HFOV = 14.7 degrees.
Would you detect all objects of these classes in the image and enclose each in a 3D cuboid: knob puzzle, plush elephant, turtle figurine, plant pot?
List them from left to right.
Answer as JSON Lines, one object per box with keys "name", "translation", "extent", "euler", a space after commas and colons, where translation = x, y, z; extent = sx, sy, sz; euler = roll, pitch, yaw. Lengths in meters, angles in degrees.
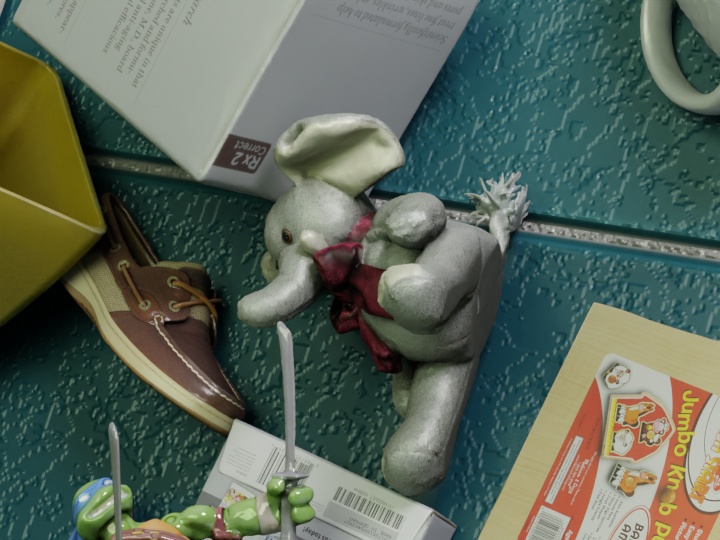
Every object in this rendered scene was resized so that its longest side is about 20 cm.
{"name": "plant pot", "translation": [-0.307, -0.049, 1.795], "extent": [0.177, 0.199, 0.200], "euler": [-52, 34, 21]}
{"name": "turtle figurine", "translation": [-0.079, 0.169, 1.563], "extent": [0.200, 0.144, 0.194], "euler": [-45, 78, 20]}
{"name": "plush elephant", "translation": [0.000, 0.000, 1.655], "extent": [0.154, 0.165, 0.201], "euler": [12, 47, 15]}
{"name": "knob puzzle", "translation": [0.182, 0.131, 1.582], "extent": [0.218, 0.030, 0.221], "euler": [-10, 65, 24]}

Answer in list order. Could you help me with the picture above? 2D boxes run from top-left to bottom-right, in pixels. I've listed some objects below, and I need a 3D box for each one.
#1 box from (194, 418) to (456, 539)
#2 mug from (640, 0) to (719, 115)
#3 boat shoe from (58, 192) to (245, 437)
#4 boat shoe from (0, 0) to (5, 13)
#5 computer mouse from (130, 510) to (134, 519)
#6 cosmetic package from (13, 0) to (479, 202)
{"name": "box", "translation": [-0.053, 0.209, 1.666], "extent": [0.155, 0.041, 0.201], "euler": [21, 80, 32]}
{"name": "mug", "translation": [0.227, -0.183, 1.630], "extent": [0.201, 0.147, 0.176], "euler": [-61, 43, 30]}
{"name": "boat shoe", "translation": [-0.125, 0.023, 1.762], "extent": [0.072, 0.072, 0.200], "euler": [-47, 51, 5]}
{"name": "boat shoe", "translation": [-0.282, -0.245, 1.953], "extent": [0.071, 0.059, 0.201], "euler": [-4, 69, 25]}
{"name": "computer mouse", "translation": [-0.202, 0.232, 1.715], "extent": [0.200, 0.046, 0.141], "euler": [-36, 37, 11]}
{"name": "cosmetic package", "translation": [-0.071, -0.161, 1.727], "extent": [0.200, 0.164, 0.166], "euler": [39, 108, 32]}
